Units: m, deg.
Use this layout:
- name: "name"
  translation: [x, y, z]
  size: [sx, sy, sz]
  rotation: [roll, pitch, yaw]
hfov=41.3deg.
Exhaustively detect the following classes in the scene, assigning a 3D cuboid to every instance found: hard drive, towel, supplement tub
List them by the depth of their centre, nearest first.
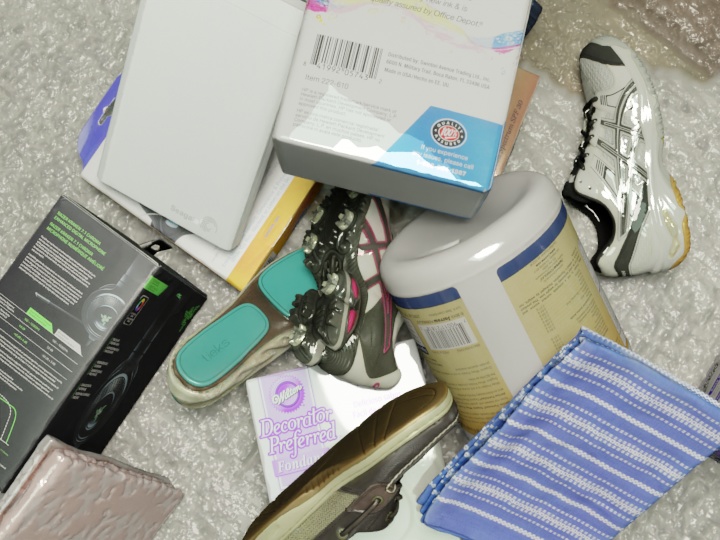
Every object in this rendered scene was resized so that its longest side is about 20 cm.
- name: "towel"
  translation: [0.146, 0.138, 0.658]
  size: [0.143, 0.024, 0.201]
  rotation: [27, 123, -15]
- name: "towel"
  translation: [-0.234, 0.219, 0.698]
  size: [0.032, 0.200, 0.192]
  rotation: [34, 81, 23]
- name: "supplement tub"
  translation: [0.117, 0.046, 0.710]
  size: [0.143, 0.144, 0.202]
  rotation: [-30, 107, -3]
- name: "hard drive"
  translation: [-0.123, -0.132, 0.735]
  size: [0.130, 0.026, 0.203]
  rotation: [28, 118, 8]

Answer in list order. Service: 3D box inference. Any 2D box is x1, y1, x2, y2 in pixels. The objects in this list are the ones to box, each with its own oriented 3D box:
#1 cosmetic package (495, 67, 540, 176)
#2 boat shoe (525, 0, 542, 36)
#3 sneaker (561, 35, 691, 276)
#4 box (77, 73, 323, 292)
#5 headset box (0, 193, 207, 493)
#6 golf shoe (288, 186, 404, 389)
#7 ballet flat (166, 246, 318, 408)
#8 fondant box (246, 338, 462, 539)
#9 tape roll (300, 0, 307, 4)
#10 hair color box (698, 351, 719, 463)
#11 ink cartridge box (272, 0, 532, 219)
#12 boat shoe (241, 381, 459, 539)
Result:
- name: "cosmetic package"
  translation: [0.037, -0.142, 0.793]
  size: [0.197, 0.087, 0.105]
  rotation: [22, 83, 5]
- name: "boat shoe"
  translation: [0.079, -0.278, 0.821]
  size: [0.068, 0.084, 0.201]
  rotation: [-39, 96, 13]
- name: "sneaker"
  translation: [0.204, -0.093, 0.786]
  size: [0.086, 0.076, 0.204]
  rotation: [-14, 81, 0]
- name: "box"
  translation: [-0.143, -0.084, 0.817]
  size: [0.198, 0.042, 0.120]
  rotation: [34, 85, 9]
- name: "headset box"
  translation: [-0.215, 0.055, 0.732]
  size: [0.092, 0.174, 0.202]
  rotation: [33, 83, 7]
- name: "golf shoe"
  translation: [0.000, 0.000, 0.757]
  size: [0.087, 0.077, 0.203]
  rotation: [32, 50, -28]
- name: "ballet flat"
  translation: [-0.078, 0.042, 0.782]
  size: [0.198, 0.063, 0.068]
  rotation: [-34, 73, -26]
- name: "fondant box"
  translation: [-0.002, 0.171, 0.765]
  size: [0.141, 0.058, 0.204]
  rotation: [-13, 81, 1]
- name: "tape roll"
  translation: [0.041, -0.242, 0.734]
  size: [0.195, 0.066, 0.205]
  rotation: [0, 79, 1]
- name: "hair color box"
  translation: [0.307, 0.090, 0.692]
  size: [0.064, 0.200, 0.110]
  rotation: [32, 84, 5]
- name: "ink cartridge box"
  translation: [0.035, -0.155, 0.642]
  size: [0.141, 0.085, 0.204]
  rotation: [14, 81, 2]
- name: "boat shoe"
  translation: [0.001, 0.159, 0.699]
  size: [0.199, 0.073, 0.065]
  rotation: [-40, 97, 17]
